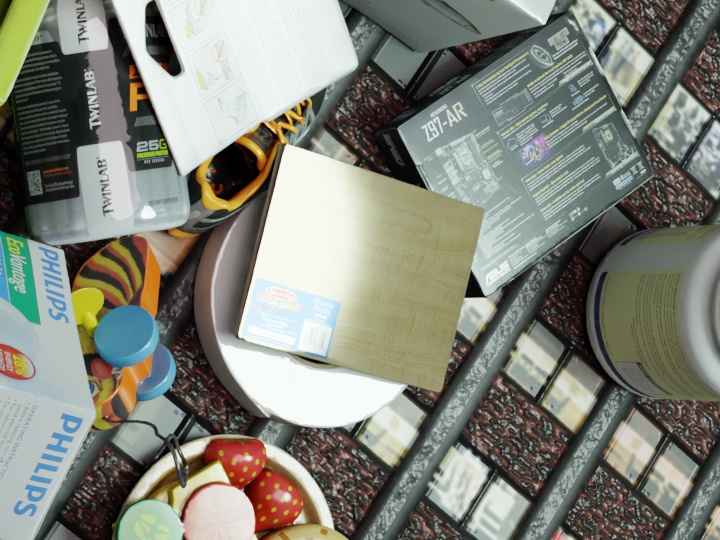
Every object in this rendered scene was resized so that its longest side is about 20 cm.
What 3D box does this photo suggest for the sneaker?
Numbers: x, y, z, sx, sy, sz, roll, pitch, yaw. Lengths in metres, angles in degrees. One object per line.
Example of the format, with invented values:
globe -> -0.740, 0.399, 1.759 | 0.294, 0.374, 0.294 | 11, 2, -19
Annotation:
sneaker -> -0.078, -0.106, 1.714 | 0.078, 0.077, 0.201 | 41, 70, -19

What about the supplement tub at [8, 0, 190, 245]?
supplement tub -> -0.196, -0.124, 1.627 | 0.122, 0.122, 0.202 | -10, 93, -27

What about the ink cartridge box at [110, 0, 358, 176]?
ink cartridge box -> -0.105, -0.198, 1.617 | 0.176, 0.045, 0.201 | -34, 120, -25

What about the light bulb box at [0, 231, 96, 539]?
light bulb box -> -0.301, 0.059, 1.511 | 0.199, 0.199, 0.125 | 17, 118, -26

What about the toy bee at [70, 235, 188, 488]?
toy bee -> -0.192, 0.067, 1.622 | 0.108, 0.201, 0.132 | -13, 124, 3

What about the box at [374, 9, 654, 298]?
box -> 0.129, -0.096, 1.839 | 0.199, 0.043, 0.161 | -36, 104, -24

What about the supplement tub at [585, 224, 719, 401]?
supplement tub -> 0.293, 0.035, 1.833 | 0.144, 0.200, 0.147 | 1, 89, -27

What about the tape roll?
tape roll -> -0.034, 0.024, 1.755 | 0.201, 0.037, 0.205 | 0, 89, -28

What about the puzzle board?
puzzle board -> 0.000, 0.000, 1.729 | 0.199, 0.017, 0.152 | 16, 86, -34

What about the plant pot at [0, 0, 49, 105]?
plant pot -> -0.324, -0.185, 1.496 | 0.181, 0.199, 0.200 | 41, 43, -28

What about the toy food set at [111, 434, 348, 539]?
toy food set -> -0.101, 0.227, 1.708 | 0.197, 0.049, 0.201 | -31, 103, -25

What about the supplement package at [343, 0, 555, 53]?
supplement package -> 0.071, -0.255, 1.725 | 0.116, 0.200, 0.118 | 32, 75, -22
